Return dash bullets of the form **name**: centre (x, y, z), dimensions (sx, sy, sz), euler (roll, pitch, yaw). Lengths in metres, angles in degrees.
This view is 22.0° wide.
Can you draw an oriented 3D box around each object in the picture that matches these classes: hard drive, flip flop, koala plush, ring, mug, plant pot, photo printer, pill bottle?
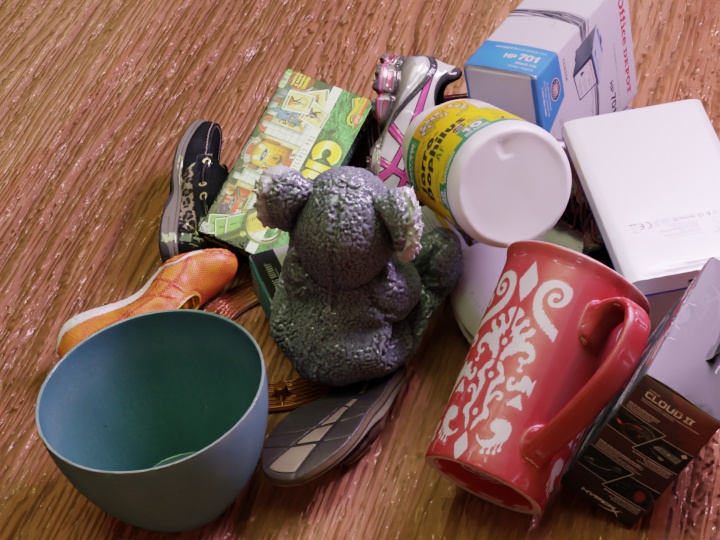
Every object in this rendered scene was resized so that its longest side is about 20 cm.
- **hard drive**: centre (0.270, -0.067, 1.643), dimensions (0.132, 0.025, 0.200), euler (-10, 49, -6)
- **flip flop**: centre (-0.016, 0.141, 1.653), dimensions (0.081, 0.058, 0.200), euler (4, 27, 27)
- **koala plush**: centre (-0.009, -0.016, 1.632), dimensions (0.177, 0.200, 0.184), euler (16, 57, 11)
- **ring**: centre (-0.075, 0.061, 1.788), dimensions (0.200, 0.019, 0.201), euler (-8, 38, 7)
- **mug**: centre (0.145, 0.087, 1.540), dimensions (0.133, 0.178, 0.200), euler (27, 75, 3)
- **plant pot**: centre (-0.168, 0.149, 1.615), dimensions (0.200, 0.135, 0.200), euler (-8, 40, 7)
- **photo printer**: centre (0.187, 0.019, 1.723), dimensions (0.200, 0.070, 0.166), euler (-20, 39, -8)
- **pill bottle**: centre (0.105, -0.095, 1.673), dimensions (0.113, 0.113, 0.200), euler (-21, 19, -9)

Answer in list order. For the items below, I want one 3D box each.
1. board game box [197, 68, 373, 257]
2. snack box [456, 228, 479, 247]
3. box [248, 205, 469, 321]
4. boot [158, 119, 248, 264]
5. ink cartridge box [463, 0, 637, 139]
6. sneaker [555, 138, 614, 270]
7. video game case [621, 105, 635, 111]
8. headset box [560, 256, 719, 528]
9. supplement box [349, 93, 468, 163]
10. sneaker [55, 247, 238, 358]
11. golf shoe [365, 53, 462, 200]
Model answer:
- **board game box**: centre (-0.072, -0.102, 1.860), dimensions (0.105, 0.023, 0.200), euler (22, 72, 15)
- **snack box**: centre (0.186, -0.081, 1.857), dimensions (0.200, 0.053, 0.142), euler (-17, 38, -6)
- **box**: centre (0.000, 0.000, 1.787), dimensions (0.200, 0.049, 0.082), euler (-16, 41, -11)
- **boot**: centre (-0.120, -0.078, 1.927), dimensions (0.154, 0.074, 0.204), euler (-1, 47, 11)
- **ink cartridge box**: centre (0.191, -0.188, 1.827), dimensions (0.086, 0.147, 0.200), euler (14, 44, 32)
- **sneaker**: centre (0.204, -0.054, 1.694), dimensions (0.200, 0.076, 0.116), euler (11, 45, 27)
- **video game case**: centre (0.317, -0.085, 1.788), dimensions (0.200, 0.019, 0.143), euler (28, 40, 17)
- **headset box**: centre (0.256, 0.095, 1.503), dimensions (0.075, 0.200, 0.149), euler (33, 51, 5)
- **supplement box**: centre (0.023, -0.145, 1.938), dimensions (0.200, 0.061, 0.109), euler (-5, 4, 8)
- **sneaker**: centre (-0.199, 0.049, 1.810), dimensions (0.200, 0.073, 0.077), euler (-35, 56, -13)
- **golf shoe**: centre (0.053, -0.115, 1.844), dimensions (0.092, 0.200, 0.073), euler (6, 4, 9)
